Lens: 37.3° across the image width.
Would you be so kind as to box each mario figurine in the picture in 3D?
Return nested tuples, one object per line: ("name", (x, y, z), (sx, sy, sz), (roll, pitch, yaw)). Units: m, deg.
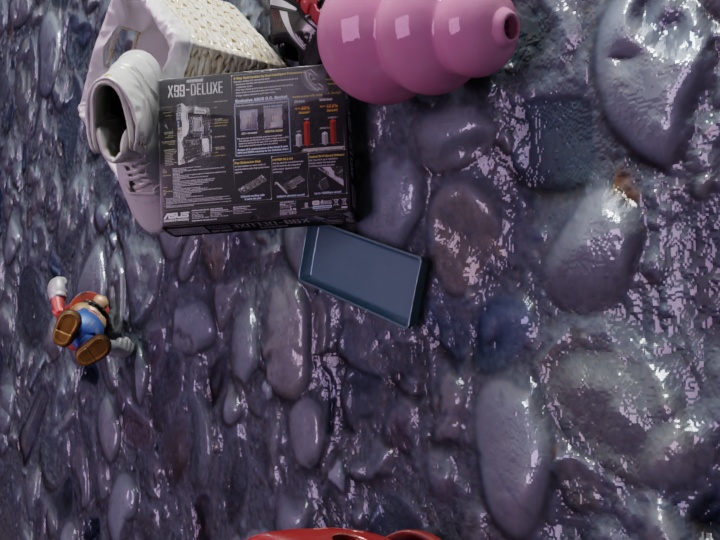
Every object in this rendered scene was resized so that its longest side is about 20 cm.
("mario figurine", (-0.385, 0.066, 1.513), (0.200, 0.105, 0.124), (-150, 48, -74))

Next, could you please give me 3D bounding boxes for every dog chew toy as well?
("dog chew toy", (0.054, -0.209, 0.938), (0.199, 0.124, 0.126), (8, 93, 46))

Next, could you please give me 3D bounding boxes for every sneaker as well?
("sneaker", (-0.242, -0.116, 1.112), (0.116, 0.073, 0.201), (-68, -25, -63))
("sneaker", (-0.070, -0.284, 1.148), (0.098, 0.070, 0.201), (-59, 45, 28))

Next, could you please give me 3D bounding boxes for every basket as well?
("basket", (-0.212, -0.214, 1.260), (0.200, 0.160, 0.199), (52, 126, 44))

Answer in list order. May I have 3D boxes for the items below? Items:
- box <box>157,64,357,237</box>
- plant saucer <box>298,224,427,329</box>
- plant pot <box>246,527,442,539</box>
("box", (-0.107, -0.123, 1.095), (0.050, 0.198, 0.159), (54, -148, -78))
("plant saucer", (0.000, 0.000, 1.069), (0.199, 0.019, 0.070), (22, 104, 52))
("plant pot", (-0.005, 0.318, 0.904), (0.200, 0.181, 0.202), (-8, 80, 52))
